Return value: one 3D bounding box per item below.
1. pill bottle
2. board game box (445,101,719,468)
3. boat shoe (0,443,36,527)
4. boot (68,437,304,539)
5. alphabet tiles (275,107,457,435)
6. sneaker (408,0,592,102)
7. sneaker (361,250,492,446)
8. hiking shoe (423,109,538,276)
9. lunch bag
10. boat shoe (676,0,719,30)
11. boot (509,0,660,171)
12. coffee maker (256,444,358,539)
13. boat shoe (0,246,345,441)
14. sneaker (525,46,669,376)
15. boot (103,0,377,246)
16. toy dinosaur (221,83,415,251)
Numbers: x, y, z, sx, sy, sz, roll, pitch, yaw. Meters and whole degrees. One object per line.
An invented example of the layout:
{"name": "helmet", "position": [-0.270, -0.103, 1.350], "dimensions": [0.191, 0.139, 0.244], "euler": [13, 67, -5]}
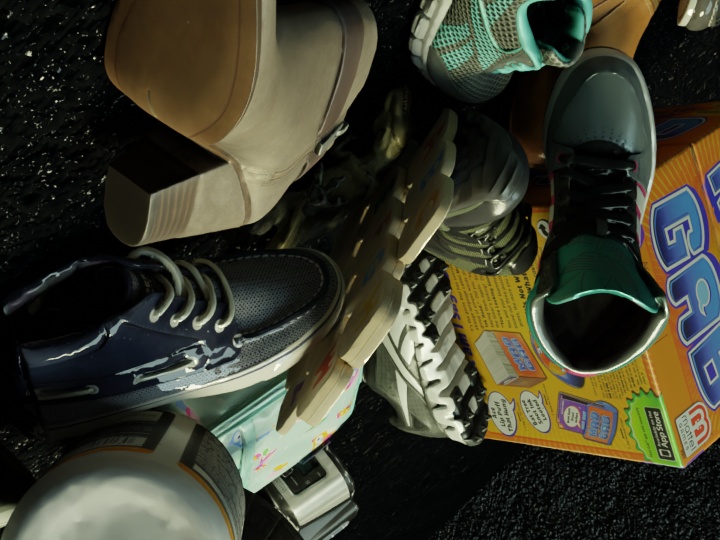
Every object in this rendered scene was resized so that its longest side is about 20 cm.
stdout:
{"name": "pill bottle", "position": [-0.122, 0.139, 0.704], "dimensions": [0.116, 0.116, 0.200], "euler": [-43, -176, 0]}
{"name": "board game box", "position": [0.195, 0.003, 0.973], "dimensions": [0.200, 0.201, 0.199], "euler": [-31, -161, -35]}
{"name": "boat shoe", "position": [-0.235, 0.125, 0.648], "dimensions": [0.065, 0.074, 0.202], "euler": [-48, 170, 6]}
{"name": "boot", "position": [-0.119, 0.193, 0.883], "dimensions": [0.073, 0.200, 0.151], "euler": [-56, 177, -29]}
{"name": "alphabet tiles", "position": [0.000, 0.000, 0.771], "dimensions": [0.196, 0.015, 0.200], "euler": [-54, -166, 31]}
{"name": "sneaker", "position": [0.081, -0.134, 0.693], "dimensions": [0.078, 0.091, 0.200], "euler": [-38, 163, -11]}
{"name": "sneaker", "position": [0.028, 0.046, 0.958], "dimensions": [0.090, 0.201, 0.067], "euler": [-6, -153, 29]}
{"name": "hiking shoe", "position": [0.079, -0.042, 0.812], "dimensions": [0.076, 0.100, 0.200], "euler": [-64, -169, -7]}
{"name": "lunch bag", "position": [-0.078, 0.103, 0.943], "dimensions": [0.160, 0.077, 0.200], "euler": [-37, 162, -22]}
{"name": "boat shoe", "position": [0.249, -0.207, 0.848], "dimensions": [0.200, 0.057, 0.067], "euler": [-59, 163, -56]}
{"name": "boot", "position": [0.143, -0.152, 0.800], "dimensions": [0.200, 0.077, 0.155], "euler": [-53, 167, 15]}
{"name": "coffee maker", "position": [-0.117, 0.219, 1.102], "dimensions": [0.200, 0.135, 0.192], "euler": [-35, -171, -21]}
{"name": "boat shoe", "position": [-0.094, 0.022, 0.672], "dimensions": [0.199, 0.075, 0.093], "euler": [-24, 155, -20]}
{"name": "sneaker", "position": [0.138, -0.023, 0.755], "dimensions": [0.121, 0.083, 0.201], "euler": [-83, 174, -69]}
{"name": "boot", "position": [-0.043, -0.094, 0.573], "dimensions": [0.146, 0.070, 0.200], "euler": [-36, 165, -43]}
{"name": "toy dinosaur", "position": [-0.038, -0.033, 0.760], "dimensions": [0.200, 0.048, 0.088], "euler": [-41, 171, 6]}
